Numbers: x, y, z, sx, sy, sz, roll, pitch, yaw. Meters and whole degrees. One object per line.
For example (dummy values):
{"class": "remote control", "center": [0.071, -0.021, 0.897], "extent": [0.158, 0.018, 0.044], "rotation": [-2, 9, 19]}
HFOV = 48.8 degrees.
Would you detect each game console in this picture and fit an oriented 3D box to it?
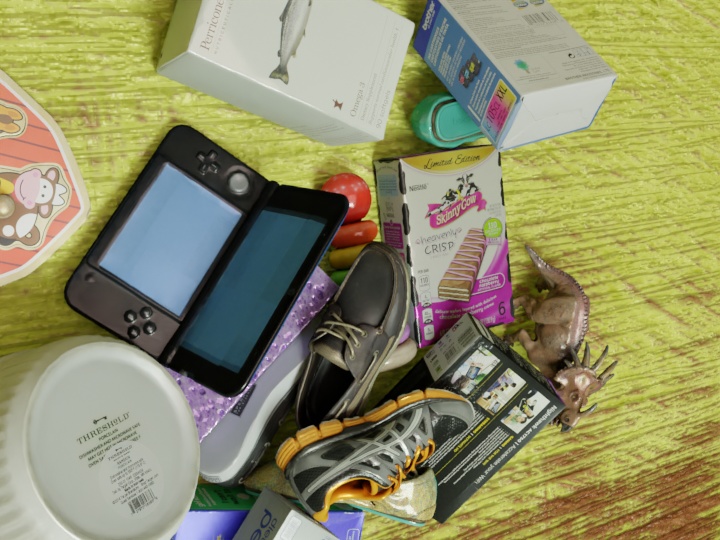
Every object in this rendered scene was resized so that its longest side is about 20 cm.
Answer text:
{"class": "game console", "center": [-0.135, -0.018, 0.691], "extent": [0.169, 0.118, 0.202], "rotation": [33, 73, -12]}

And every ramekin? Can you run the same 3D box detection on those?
{"class": "ramekin", "center": [-0.219, 0.147, 0.627], "extent": [0.199, 0.104, 0.203], "rotation": [34, 43, -40]}

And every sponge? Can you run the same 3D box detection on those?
{"class": "sponge", "center": [-0.125, 0.053, 0.757], "extent": [0.111, 0.030, 0.200], "rotation": [43, 74, 0]}

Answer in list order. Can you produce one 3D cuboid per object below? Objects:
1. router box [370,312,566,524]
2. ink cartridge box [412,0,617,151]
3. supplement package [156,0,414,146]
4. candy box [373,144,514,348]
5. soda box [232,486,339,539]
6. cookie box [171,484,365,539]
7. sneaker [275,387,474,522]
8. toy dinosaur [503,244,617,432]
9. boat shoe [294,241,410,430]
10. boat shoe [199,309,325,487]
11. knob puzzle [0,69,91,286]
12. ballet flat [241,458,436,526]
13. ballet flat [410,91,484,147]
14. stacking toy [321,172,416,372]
{"class": "router box", "center": [0.101, 0.164, 0.857], "extent": [0.149, 0.051, 0.200], "rotation": [38, 104, -26]}
{"class": "ink cartridge box", "center": [0.148, -0.229, 0.824], "extent": [0.135, 0.077, 0.201], "rotation": [-16, 61, -28]}
{"class": "supplement package", "center": [-0.070, -0.207, 0.736], "extent": [0.198, 0.117, 0.119], "rotation": [18, 87, -28]}
{"class": "candy box", "center": [0.095, -0.030, 0.875], "extent": [0.135, 0.061, 0.204], "rotation": [-12, 100, -27]}
{"class": "soda box", "center": [-0.105, 0.303, 0.706], "extent": [0.063, 0.068, 0.202], "rotation": [39, 76, -26]}
{"class": "cookie box", "center": [-0.108, 0.308, 0.786], "extent": [0.197, 0.075, 0.174], "rotation": [10, 90, -29]}
{"class": "sneaker", "center": [0.023, 0.174, 0.750], "extent": [0.197, 0.078, 0.079], "rotation": [-17, 145, -15]}
{"class": "toy dinosaur", "center": [0.236, 0.071, 0.920], "extent": [0.085, 0.135, 0.204], "rotation": [-5, 96, -28]}
{"class": "boat shoe", "center": [-0.009, 0.072, 0.752], "extent": [0.073, 0.074, 0.203], "rotation": [-13, 122, -66]}
{"class": "boat shoe", "center": [-0.095, 0.121, 0.790], "extent": [0.201, 0.068, 0.057], "rotation": [-57, 152, -20]}
{"class": "knob puzzle", "center": [-0.323, -0.072, 0.659], "extent": [0.216, 0.030, 0.224], "rotation": [-3, 96, -29]}
{"class": "ballet flat", "center": [-0.018, 0.205, 0.797], "extent": [0.196, 0.071, 0.072], "rotation": [12, 89, -3]}
{"class": "ballet flat", "center": [0.137, -0.177, 0.879], "extent": [0.197, 0.070, 0.069], "rotation": [-12, 111, -30]}
{"class": "stacking toy", "center": [0.000, 0.000, 0.818], "extent": [0.084, 0.085, 0.204], "rotation": [-15, 98, -26]}
